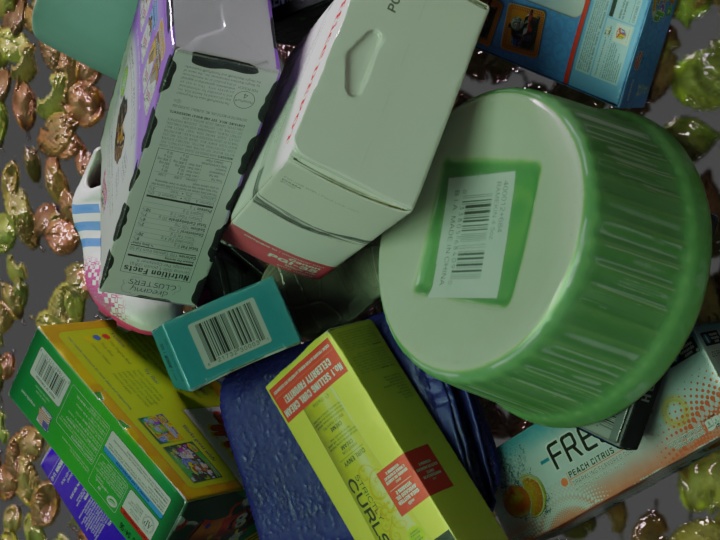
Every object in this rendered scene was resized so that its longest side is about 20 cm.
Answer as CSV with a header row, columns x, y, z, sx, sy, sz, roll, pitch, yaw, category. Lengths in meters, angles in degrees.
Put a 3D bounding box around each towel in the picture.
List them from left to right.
x,y,z,sx,sy,sz,roll,pitch,yaw,category
-0.002,0.114,1.060,0.200,0.049,0.148,-22,82,37,towel

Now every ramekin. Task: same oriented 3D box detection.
x,y,z,sx,sy,sz,roll,pitch,yaw,category
0.101,-0.012,0.927,0.200,0.097,0.201,-21,61,45,ramekin

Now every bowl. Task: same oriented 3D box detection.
x,y,z,sx,sy,sz,roll,pitch,yaw,category
-0.137,-0.209,1.155,0.105,0.201,0.201,45,124,6,bowl

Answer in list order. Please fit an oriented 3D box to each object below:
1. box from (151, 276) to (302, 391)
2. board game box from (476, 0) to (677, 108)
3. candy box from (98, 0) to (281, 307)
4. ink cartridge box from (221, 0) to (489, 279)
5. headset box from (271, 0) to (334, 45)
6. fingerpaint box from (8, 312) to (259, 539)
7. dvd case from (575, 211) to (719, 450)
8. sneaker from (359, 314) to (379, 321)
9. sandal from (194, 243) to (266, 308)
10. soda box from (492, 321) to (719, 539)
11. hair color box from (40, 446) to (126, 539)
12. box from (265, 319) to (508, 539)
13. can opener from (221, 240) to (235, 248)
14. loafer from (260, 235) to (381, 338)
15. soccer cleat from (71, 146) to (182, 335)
x,y,z,sx,sy,sz,roll,pitch,yaw,category
-0.098,0.046,1.088,0.200,0.082,0.049,160,87,-79,box
0.119,-0.210,1.012,0.200,0.037,0.152,29,113,35,board game box
-0.120,-0.106,1.030,0.168,0.071,0.200,-101,27,-47,candy box
-0.010,-0.089,0.968,0.147,0.083,0.200,-69,12,-17,ink cartridge box
-0.006,-0.267,1.043,0.174,0.093,0.201,-6,83,56,headset box
-0.145,0.125,1.196,0.200,0.167,0.073,43,118,29,fingerpaint box
0.126,0.012,0.988,0.200,0.025,0.151,24,96,51,dvd case
0.015,0.129,1.134,0.090,0.078,0.201,9,106,23,sneaker
-0.117,0.006,1.236,0.201,0.048,0.075,55,126,23,sandal
0.168,0.107,0.987,0.200,0.063,0.069,-37,70,37,soda box
-0.160,0.206,1.257,0.200,0.109,0.065,50,124,26,hair color box
0.023,0.134,0.981,0.075,0.050,0.200,-41,71,34,box
-0.059,-0.051,1.163,0.199,0.063,0.079,7,83,38,can opener
0.000,0.000,1.107,0.200,0.063,0.072,-26,84,55,loafer
-0.192,-0.029,1.252,0.200,0.070,0.087,55,136,47,soccer cleat
